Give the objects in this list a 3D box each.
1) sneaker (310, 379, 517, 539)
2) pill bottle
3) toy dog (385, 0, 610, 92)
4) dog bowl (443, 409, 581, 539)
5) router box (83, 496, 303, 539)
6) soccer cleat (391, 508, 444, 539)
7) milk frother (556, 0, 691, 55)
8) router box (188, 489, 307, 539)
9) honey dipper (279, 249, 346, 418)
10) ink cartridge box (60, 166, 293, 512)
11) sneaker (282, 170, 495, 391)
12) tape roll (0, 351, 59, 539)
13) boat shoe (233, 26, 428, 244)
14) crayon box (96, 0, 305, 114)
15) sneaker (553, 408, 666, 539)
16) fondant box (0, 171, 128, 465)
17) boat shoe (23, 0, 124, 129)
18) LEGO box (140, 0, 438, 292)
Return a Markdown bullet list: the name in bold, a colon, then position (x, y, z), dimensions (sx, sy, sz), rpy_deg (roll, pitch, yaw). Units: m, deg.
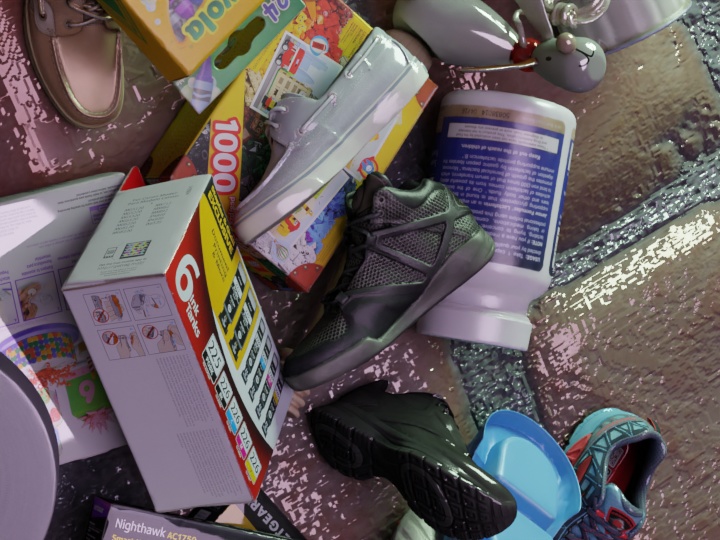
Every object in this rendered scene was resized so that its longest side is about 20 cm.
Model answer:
- **sneaker**: position (0.053, 0.139, 1.534), dimensions (0.091, 0.199, 0.076), rpy_deg (-35, 138, -32)
- **pill bottle**: position (0.107, -0.040, 1.593), dimensions (0.115, 0.115, 0.202), rpy_deg (12, 86, -28)
- **toy dog**: position (0.095, -0.201, 1.543), dimensions (0.096, 0.198, 0.133), rpy_deg (52, 41, -52)
- **dog bowl**: position (0.121, 0.204, 1.589), dimensions (0.111, 0.050, 0.201), rpy_deg (38, 34, -17)
- **router box**: position (-0.121, 0.263, 1.456), dimensions (0.199, 0.051, 0.151), rpy_deg (15, 85, -25)
- **soccer cleat**: position (0.054, 0.262, 1.557), dimensions (0.069, 0.077, 0.201), rpy_deg (48, 36, -23)
- **milk frother**: position (0.233, -0.301, 1.606), dimensions (0.180, 0.199, 0.189), rpy_deg (-35, 107, -27)
- **router box**: position (-0.086, 0.286, 1.536), dimensions (0.157, 0.052, 0.200), rpy_deg (-48, 112, -18)
- **honey dipper**: position (-0.025, 0.022, 1.570), dimensions (0.038, 0.038, 0.201), rpy_deg (31, 75, -25)
- **ink cartridge box**: position (-0.123, 0.041, 1.417), dimensions (0.176, 0.083, 0.201), rpy_deg (-72, 149, -54)
- **sneaker**: position (0.000, 0.000, 1.479), dimensions (0.199, 0.076, 0.115), rpy_deg (-41, 104, -14)
- **tape roll**: position (-0.312, 0.143, 1.365), dimensions (0.198, 0.066, 0.202), rpy_deg (-1, 97, -7)
- **boat shoe**: position (-0.036, -0.105, 1.461), dimensions (0.072, 0.070, 0.201), rpy_deg (46, 71, -3)
- **crayon box**: position (-0.135, -0.231, 1.416), dimensions (0.126, 0.051, 0.200), rpy_deg (-47, 107, -17)
- **sneaker**: position (0.195, 0.208, 1.659), dimensions (0.079, 0.095, 0.201), rpy_deg (33, 77, -24)
- **fondant box**: position (-0.229, 0.040, 1.449), dimensions (0.143, 0.058, 0.202), rpy_deg (-15, 98, -27)
- **boat shoe**: position (-0.213, -0.205, 1.444), dimensions (0.071, 0.064, 0.202), rpy_deg (-16, 99, -27)
- **LEGO box**: position (-0.057, -0.107, 1.524), dimensions (0.149, 0.077, 0.201), rpy_deg (38, 75, -23)
